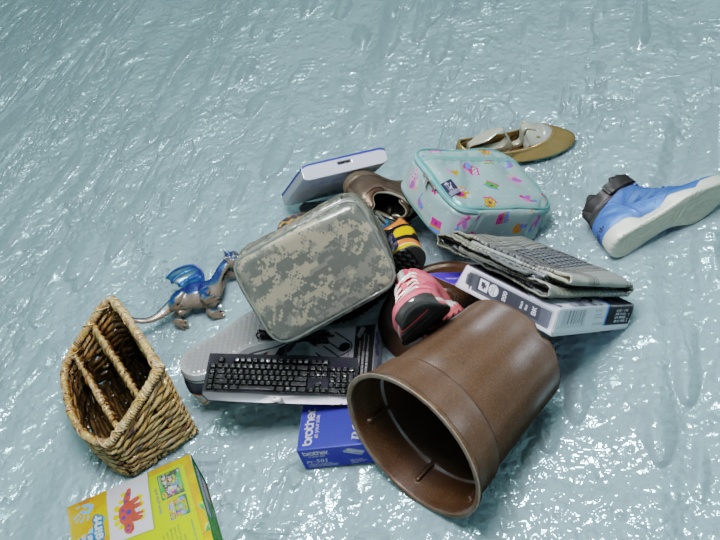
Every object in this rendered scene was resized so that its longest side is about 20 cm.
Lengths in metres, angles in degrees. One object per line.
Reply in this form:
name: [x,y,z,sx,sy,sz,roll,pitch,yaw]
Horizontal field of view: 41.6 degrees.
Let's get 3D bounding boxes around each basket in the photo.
basket: [-0.336,0.158,1.284,0.142,0.149,0.200,-31,45,-15]

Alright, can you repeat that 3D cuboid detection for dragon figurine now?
dragon figurine: [-0.262,0.032,1.455,0.199,0.059,0.100,-17,42,0]

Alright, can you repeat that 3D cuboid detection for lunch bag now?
lunch bag: [0.164,-0.115,1.384,0.199,0.077,0.161,-1,45,-32]
lunch bag: [-0.053,-0.012,1.246,0.199,0.140,0.168,-30,10,4]

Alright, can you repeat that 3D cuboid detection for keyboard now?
keyboard: [-0.101,0.121,1.244,0.199,0.021,0.128,2,45,3]

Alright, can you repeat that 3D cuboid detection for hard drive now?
hard drive: [-0.045,-0.144,1.477,0.131,0.026,0.200,-15,-3,-14]

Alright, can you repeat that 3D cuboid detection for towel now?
towel: [0.224,-0.013,1.213,0.199,0.035,0.192,0,22,-46]

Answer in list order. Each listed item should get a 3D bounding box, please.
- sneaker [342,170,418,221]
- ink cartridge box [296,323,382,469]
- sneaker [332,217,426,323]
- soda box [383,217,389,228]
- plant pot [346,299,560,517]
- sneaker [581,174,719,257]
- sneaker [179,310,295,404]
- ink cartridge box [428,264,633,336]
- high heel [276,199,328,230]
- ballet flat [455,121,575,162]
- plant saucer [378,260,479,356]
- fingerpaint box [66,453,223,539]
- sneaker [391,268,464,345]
sneaker: [0.066,-0.099,1.430,0.199,0.071,0.076,2,41,-34]
ink cartridge box: [-0.024,0.163,1.251,0.093,0.044,0.201,-8,44,13]
sneaker: [0.000,0.000,1.367,0.199,0.070,0.090,-32,44,16]
soda box: [-0.044,-0.009,1.418,0.200,0.068,0.064,-36,46,-19]
plant pot: [0.121,0.147,1.122,0.200,0.201,0.198,25,50,37]
sneaker: [0.415,-0.107,1.360,0.199,0.077,0.112,-28,53,-2]
sneaker: [-0.156,0.114,1.324,0.199,0.080,0.078,-26,45,-20]
ink cartridge box: [0.223,0.024,1.232,0.199,0.044,0.197,27,18,38]
high heel: [-0.052,-0.057,1.465,0.142,0.072,0.200,-4,35,23]
ballet flat: [0.249,-0.206,1.528,0.199,0.063,0.069,-15,43,2]
plant saucer: [0.118,0.050,1.328,0.199,0.037,0.201,-10,42,9]
fingerpaint box: [-0.246,0.342,1.118,0.166,0.074,0.200,-23,42,-7]
sneaker: [0.065,0.037,1.168,0.074,0.200,0.087,-40,77,9]
